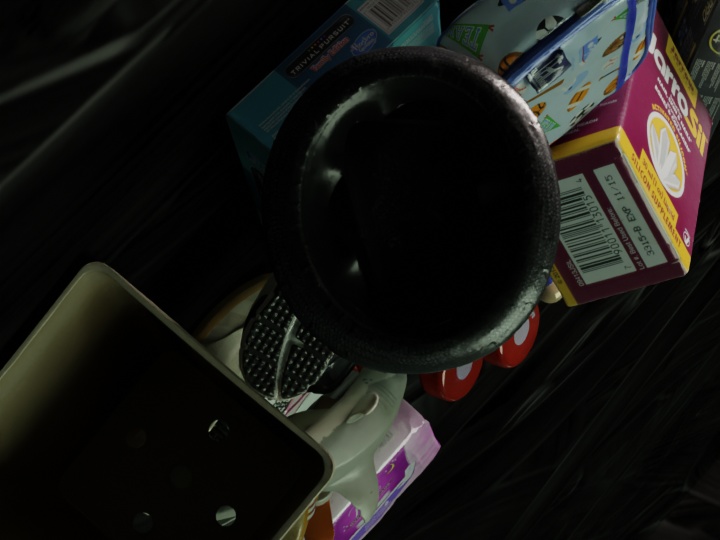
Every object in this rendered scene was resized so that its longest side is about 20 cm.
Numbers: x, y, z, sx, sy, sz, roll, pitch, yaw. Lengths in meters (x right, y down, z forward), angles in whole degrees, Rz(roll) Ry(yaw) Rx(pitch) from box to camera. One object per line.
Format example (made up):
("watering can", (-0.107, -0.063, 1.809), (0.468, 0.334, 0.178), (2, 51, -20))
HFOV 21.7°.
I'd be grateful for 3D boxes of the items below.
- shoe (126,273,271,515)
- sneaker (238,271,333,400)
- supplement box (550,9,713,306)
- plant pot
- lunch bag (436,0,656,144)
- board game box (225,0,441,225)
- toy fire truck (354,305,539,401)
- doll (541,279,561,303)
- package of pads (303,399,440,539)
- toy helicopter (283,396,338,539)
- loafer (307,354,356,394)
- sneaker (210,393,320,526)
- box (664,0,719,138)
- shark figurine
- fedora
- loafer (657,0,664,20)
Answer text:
("shoe", (-0.112, 0.090, 1.359), (0.200, 0.053, 0.070), (-50, 159, -1))
("sneaker", (-0.022, -0.009, 1.250), (0.200, 0.074, 0.080), (-54, -169, -5))
("supplement box", (0.188, -0.090, 1.419), (0.103, 0.131, 0.200), (-17, -148, 28))
("plant pot", (-0.136, 0.137, 1.218), (0.200, 0.200, 0.177), (-51, 170, 2))
("lunch bag", (0.130, -0.150, 1.250), (0.160, 0.076, 0.200), (-37, 167, -7))
("board game box", (-0.008, -0.093, 1.270), (0.151, 0.047, 0.200), (-44, 159, -14))
("toy fire truck", (0.063, 0.002, 1.522), (0.200, 0.112, 0.168), (-26, 124, -49))
("doll", (0.171, -0.048, 1.708), (0.136, 0.048, 0.200), (-45, 153, -9))
("package of pads", (-0.021, 0.198, 1.695), (0.200, 0.076, 0.121), (-47, 160, -8))
("toy helicopter", (-0.054, 0.203, 1.575), (0.132, 0.079, 0.200), (57, 49, -84))
("loafer", (0.000, 0.000, 1.381), (0.201, 0.068, 0.070), (-58, 152, -31))
("sneaker", (-0.086, 0.106, 1.433), (0.086, 0.080, 0.200), (14, 105, -58))
("box", (0.281, -0.214, 1.532), (0.200, 0.049, 0.161), (106, -7, -47))
("shark figurine", (-0.036, 0.151, 1.336), (0.214, 0.090, 0.128), (-35, -168, -8))
("fedora", (0.032, -0.034, 1.167), (0.201, 0.201, 0.092), (-49, 173, -3))
("loafer", (0.226, -0.197, 1.535), (0.073, 0.071, 0.200), (-34, 154, -37))
